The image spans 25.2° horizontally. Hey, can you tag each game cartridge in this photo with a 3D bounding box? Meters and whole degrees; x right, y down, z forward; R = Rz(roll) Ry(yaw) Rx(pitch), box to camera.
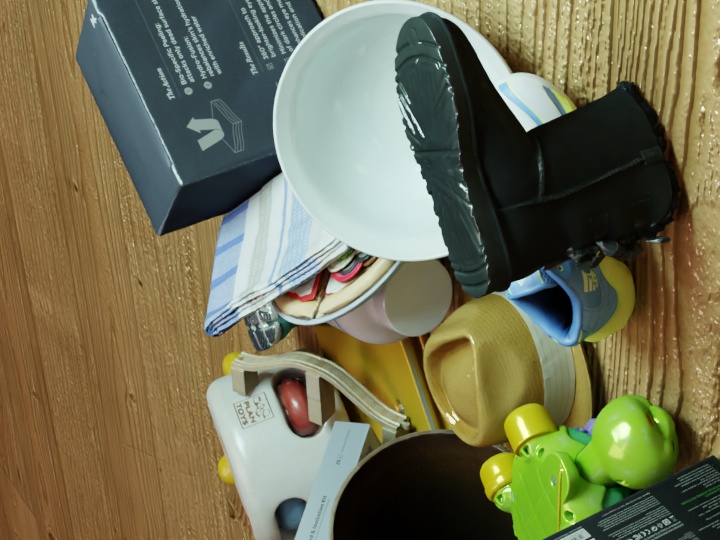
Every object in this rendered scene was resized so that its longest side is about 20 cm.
[{"bbox_3d":[0.030,0.128,1.571,0.200,0.032,0.177,-7,102,67],"label":"game cartridge"}]

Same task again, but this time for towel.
[{"bbox_3d":[-0.063,-0.040,1.370,0.200,0.024,0.148,-34,37,37],"label":"towel"}]

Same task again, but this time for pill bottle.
[{"bbox_3d":[0.000,0.000,1.435,0.200,0.110,0.112,24,130,56],"label":"pill bottle"}]

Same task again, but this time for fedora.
[{"bbox_3d":[0.107,0.081,1.307,0.201,0.081,0.202,43,144,43],"label":"fedora"}]

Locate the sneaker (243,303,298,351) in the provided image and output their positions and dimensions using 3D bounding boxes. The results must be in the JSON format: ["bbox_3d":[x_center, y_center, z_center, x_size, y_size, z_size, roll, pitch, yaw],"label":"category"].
[{"bbox_3d":[-0.080,0.030,1.599,0.200,0.079,0.078,-134,27,-85],"label":"sneaker"}]

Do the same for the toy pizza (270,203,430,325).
[{"bbox_3d":[-0.014,-0.046,1.362,0.032,0.201,0.200,36,174,-33],"label":"toy pizza"}]

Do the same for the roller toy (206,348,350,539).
[{"bbox_3d":[-0.081,0.182,1.656,0.182,0.139,0.201,-150,41,-78],"label":"roller toy"}]

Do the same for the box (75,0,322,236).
[{"bbox_3d":[-0.126,-0.166,1.460,0.198,0.199,0.117,64,155,13],"label":"box"}]

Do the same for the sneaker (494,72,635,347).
[{"bbox_3d":[0.133,-0.037,1.130,0.075,0.105,0.201,-21,98,34],"label":"sneaker"}]

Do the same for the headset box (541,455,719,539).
[{"bbox_3d":[0.204,0.260,1.139,0.093,0.173,0.201,44,144,44],"label":"headset box"}]

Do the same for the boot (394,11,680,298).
[{"bbox_3d":[0.120,-0.087,1.062,0.073,0.162,0.200,-5,102,65],"label":"boot"}]

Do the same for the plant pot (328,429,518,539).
[{"bbox_3d":[0.076,0.274,1.439,0.187,0.186,0.201,51,164,34],"label":"plant pot"}]

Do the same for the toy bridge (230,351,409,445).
[{"bbox_3d":[-0.038,0.115,1.538,0.199,0.027,0.068,19,130,27],"label":"toy bridge"}]

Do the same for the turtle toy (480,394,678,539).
[{"bbox_3d":[0.173,0.167,1.216,0.201,0.100,0.146,109,146,-52],"label":"turtle toy"}]

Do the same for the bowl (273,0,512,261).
[{"bbox_3d":[0.039,-0.115,1.244,0.200,0.090,0.203,5,109,14],"label":"bowl"}]

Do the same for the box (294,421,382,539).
[{"bbox_3d":[0.004,0.259,1.504,0.041,0.157,0.200,2,146,27],"label":"box"}]
